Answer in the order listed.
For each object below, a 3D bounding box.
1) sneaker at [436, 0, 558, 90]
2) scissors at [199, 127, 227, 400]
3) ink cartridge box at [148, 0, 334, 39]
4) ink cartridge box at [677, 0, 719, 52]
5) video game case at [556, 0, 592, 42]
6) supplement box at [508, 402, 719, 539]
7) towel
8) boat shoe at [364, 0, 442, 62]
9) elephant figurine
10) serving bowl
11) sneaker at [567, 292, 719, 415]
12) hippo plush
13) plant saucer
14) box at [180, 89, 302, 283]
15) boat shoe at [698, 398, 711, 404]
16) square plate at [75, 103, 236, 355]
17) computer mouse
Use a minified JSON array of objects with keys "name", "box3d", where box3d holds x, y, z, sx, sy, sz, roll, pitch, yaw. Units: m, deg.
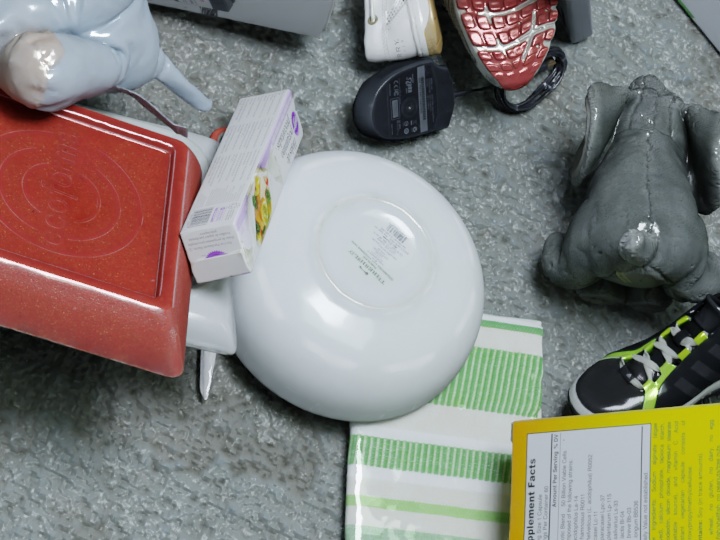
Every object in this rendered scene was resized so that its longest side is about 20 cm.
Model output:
[{"name":"sneaker","box3d":[0.093,-0.216,1.601,0.078,0.082,0.200,-7,60,-11]},{"name":"scissors","box3d":[-0.094,-0.008,1.489,0.073,0.014,0.200,-2,69,-27]},{"name":"ink cartridge box","box3d":[-0.107,-0.265,1.525,0.200,0.084,0.145,11,65,-7]},{"name":"ink cartridge box","box3d":[0.346,-0.273,1.746,0.200,0.084,0.146,-39,89,-30]},{"name":"video game case","box3d":[0.126,-0.276,1.598,0.022,0.200,0.183,-25,80,4]},{"name":"supplement box","box3d":[0.209,0.160,1.439,0.110,0.200,0.109,42,47,-55]},{"name":"towel","box3d":[0.061,0.121,1.503,0.152,0.023,0.200,9,68,-20]},{"name":"boat shoe","box3d":[0.009,-0.244,1.599,0.069,0.071,0.200,-13,61,4]},{"name":"elephant figurine","box3d":[0.206,-0.080,1.570,0.141,0.155,0.200,20,72,-36]},{"name":"serving bowl","box3d":[0.000,0.000,1.476,0.200,0.066,0.200,9,63,-18]},{"name":"sneaker","box3d":[0.236,0.050,1.534,0.200,0.083,0.072,-22,45,-17]},{"name":"hippo plush","box3d":[-0.175,-0.195,1.380,0.200,0.161,0.159,24,20,0]},{"name":"plant saucer","box3d":[-0.192,-0.042,1.343,0.200,0.037,0.200,18,42,-16]},{"name":"box","box3d":[-0.077,-0.059,1.431,0.200,0.041,0.039,-75,152,-59]},{"name":"boat shoe","box3d":[0.232,0.151,1.538,0.072,0.068,0.200,19,63,-16]},{"name":"square plate","box3d":[-0.174,-0.045,1.407,0.200,0.028,0.198,14,44,-20]},{"name":"computer mouse","box3d":[0.073,-0.137,1.603,0.200,0.034,0.059,-14,112,-34]}]
